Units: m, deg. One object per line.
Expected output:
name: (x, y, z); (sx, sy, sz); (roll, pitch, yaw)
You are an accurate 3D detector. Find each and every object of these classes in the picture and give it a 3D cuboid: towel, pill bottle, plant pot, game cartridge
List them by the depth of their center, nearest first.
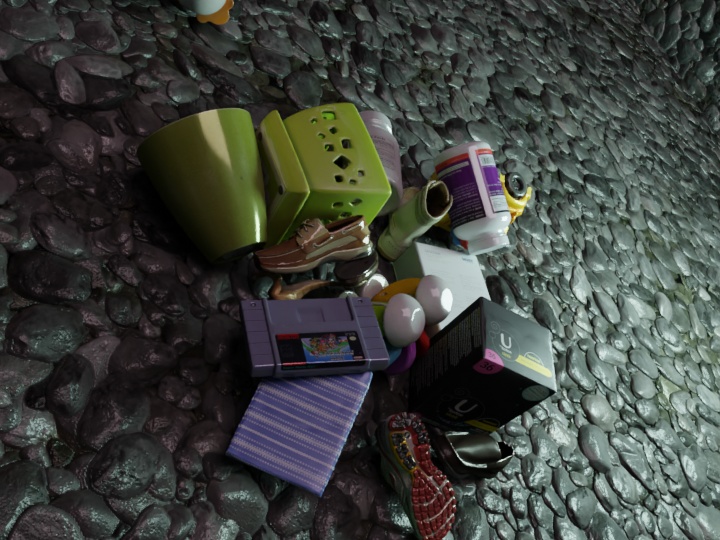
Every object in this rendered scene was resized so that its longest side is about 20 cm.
towel: (-0.081, 0.196, 1.105); (0.144, 0.024, 0.200); (22, 57, 7)
game cartridge: (-0.067, 0.093, 1.145); (0.199, 0.038, 0.130); (-1, 41, -19)
plant pot: (-0.222, -0.119, 1.240); (0.187, 0.187, 0.201); (-17, 83, -46)
plant pot: (-0.094, -0.149, 1.342); (0.181, 0.200, 0.199); (-6, 61, -33)
pill bottle: (0.215, -0.135, 1.508); (0.112, 0.112, 0.201); (-10, 82, -43)
pill bottle: (0.020, -0.210, 1.540); (0.114, 0.114, 0.200); (21, 46, -25)

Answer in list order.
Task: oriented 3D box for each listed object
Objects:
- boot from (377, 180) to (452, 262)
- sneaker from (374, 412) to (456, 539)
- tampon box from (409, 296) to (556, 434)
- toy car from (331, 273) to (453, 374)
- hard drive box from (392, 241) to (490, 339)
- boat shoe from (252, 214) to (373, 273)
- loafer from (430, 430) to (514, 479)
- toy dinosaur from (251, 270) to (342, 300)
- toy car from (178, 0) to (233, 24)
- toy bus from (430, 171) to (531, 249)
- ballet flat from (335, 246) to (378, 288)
boot: (0.113, -0.122, 1.511); (0.072, 0.155, 0.200); (36, 43, -11)
sneaker: (0.080, 0.310, 1.192); (0.078, 0.082, 0.201); (-14, 84, -31)
tampon box: (0.195, 0.167, 1.307); (0.150, 0.200, 0.127); (25, 45, -21)
toy car: (0.051, 0.093, 1.307); (0.200, 0.175, 0.150); (-29, 114, -48)
hard drive box: (0.160, 0.060, 1.461); (0.155, 0.077, 0.201); (11, 51, -33)
boat shoe: (-0.075, -0.047, 1.264); (0.199, 0.076, 0.074); (-14, 110, -27)
loafer: (0.179, 0.280, 1.258); (0.200, 0.071, 0.073); (21, 33, -53)
toy dinosaur: (-0.119, 0.040, 1.267); (0.200, 0.060, 0.106); (-37, 90, -30)
toy car: (-0.334, -0.557, 1.541); (0.200, 0.176, 0.185); (60, 20, -26)
toy bus: (0.249, -0.116, 1.650); (0.199, 0.136, 0.193); (19, 61, -28)
ballet flat: (0.000, 0.000, 1.304); (0.200, 0.067, 0.047); (-75, 155, -76)
